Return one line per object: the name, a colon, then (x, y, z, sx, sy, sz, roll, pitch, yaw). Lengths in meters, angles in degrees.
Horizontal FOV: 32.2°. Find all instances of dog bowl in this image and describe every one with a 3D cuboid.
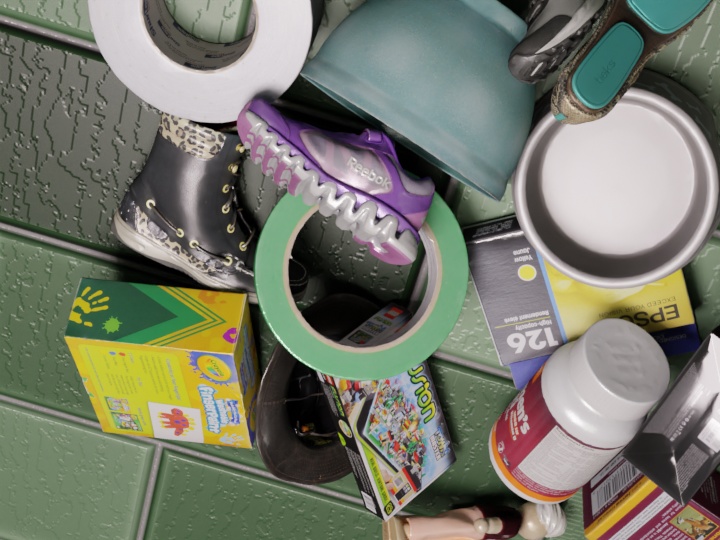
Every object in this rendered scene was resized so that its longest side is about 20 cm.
dog bowl: (0.225, -0.076, 1.099, 0.197, 0.059, 0.203, 3, 104, 13)

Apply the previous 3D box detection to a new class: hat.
hat: (-0.049, 0.112, 1.270, 0.199, 0.081, 0.203, -15, 115, -34)

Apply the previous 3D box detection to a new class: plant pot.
plant pot: (0.067, -0.167, 1.041, 0.199, 0.200, 0.135, 32, 93, -11)

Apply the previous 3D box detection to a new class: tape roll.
tape roll: (-0.134, -0.234, 1.087, 0.198, 0.066, 0.202, 4, 122, 6)
tape roll: (0.000, 0.000, 1.160, 0.198, 0.048, 0.203, 0, 90, -6)

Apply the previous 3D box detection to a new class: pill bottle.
pill bottle: (0.210, 0.137, 1.206, 0.109, 0.110, 0.201, 23, 140, -6)

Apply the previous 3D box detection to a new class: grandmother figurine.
grandmother figurine: (0.125, 0.273, 1.338, 0.197, 0.121, 0.061, -3, 96, -12)

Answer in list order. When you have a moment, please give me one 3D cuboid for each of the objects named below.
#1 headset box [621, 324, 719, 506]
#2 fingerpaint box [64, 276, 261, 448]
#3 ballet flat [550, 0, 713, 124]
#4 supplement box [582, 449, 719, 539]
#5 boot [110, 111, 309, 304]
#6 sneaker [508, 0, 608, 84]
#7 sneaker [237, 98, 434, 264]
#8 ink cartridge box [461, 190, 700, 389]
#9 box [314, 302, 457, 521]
headset box: (0.339, 0.112, 1.157, 0.075, 0.199, 0.149, 39, 118, 18)
fingerpaint box: (-0.190, 0.095, 1.252, 0.165, 0.074, 0.201, 5, 147, 6)
ballet flat: (0.223, -0.198, 1.038, 0.068, 0.075, 0.200, 43, 77, -6)
supplement box: (0.344, 0.271, 1.312, 0.199, 0.086, 0.111, 34, 120, -12)
boot: (-0.123, -0.063, 1.187, 0.202, 0.074, 0.155, 23, 119, -7)
sneaker: (0.160, -0.226, 0.989, 0.079, 0.201, 0.074, 34, 151, -3)
sneaker: (-0.015, -0.094, 1.100, 0.199, 0.080, 0.089, 36, 78, -8)
ink cartridge box: (0.217, 0.027, 1.208, 0.195, 0.047, 0.202, -14, 116, 15)
box: (0.028, 0.145, 1.268, 0.035, 0.110, 0.202, 23, 141, 48)
